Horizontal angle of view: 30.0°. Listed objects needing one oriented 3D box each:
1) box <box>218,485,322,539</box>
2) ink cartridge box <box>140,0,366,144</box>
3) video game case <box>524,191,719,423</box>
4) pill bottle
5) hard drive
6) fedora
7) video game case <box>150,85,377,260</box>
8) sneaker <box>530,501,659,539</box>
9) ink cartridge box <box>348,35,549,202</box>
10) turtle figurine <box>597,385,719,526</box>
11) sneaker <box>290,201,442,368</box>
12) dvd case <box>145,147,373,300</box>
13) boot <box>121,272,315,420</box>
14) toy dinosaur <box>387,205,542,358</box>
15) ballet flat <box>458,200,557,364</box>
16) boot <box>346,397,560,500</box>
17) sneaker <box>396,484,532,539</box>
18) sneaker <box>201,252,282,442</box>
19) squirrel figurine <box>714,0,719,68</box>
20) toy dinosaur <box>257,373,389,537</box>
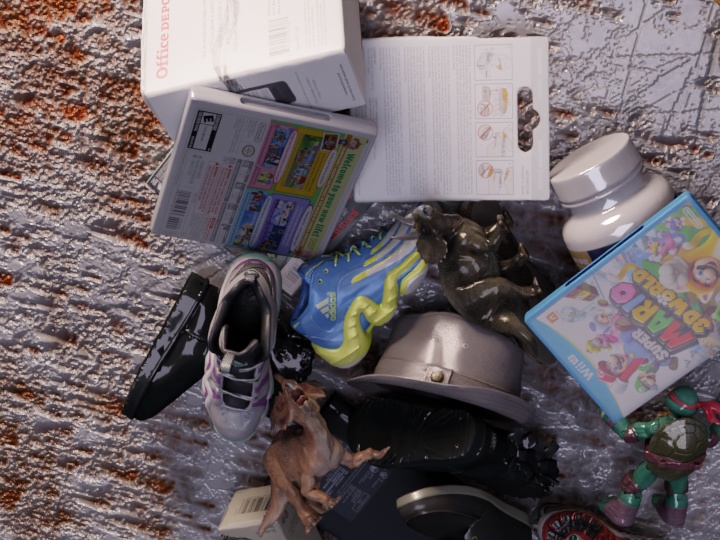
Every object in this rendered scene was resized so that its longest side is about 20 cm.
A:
[{"bbox_3d":[-0.080,0.340,1.516,0.081,0.069,0.201,-13,116,23],"label":"box"},{"bbox_3d":[-0.102,-0.217,1.287,0.198,0.147,0.084,-11,147,11],"label":"ink cartridge box"},{"bbox_3d":[0.277,0.039,1.284,0.200,0.018,0.143,-39,101,21],"label":"video game case"},{"bbox_3d":[0.270,-0.027,1.334,0.119,0.120,0.201,-27,105,15],"label":"pill bottle"},{"bbox_3d":[0.011,0.247,1.510,0.199,0.033,0.140,36,109,-7],"label":"hard drive"},{"bbox_3d":[0.091,0.096,1.398,0.198,0.177,0.091,9,78,28],"label":"fedora"},{"bbox_3d":[-0.098,-0.089,1.313,0.180,0.022,0.201,9,140,-15],"label":"video game case"},{"bbox_3d":[0.273,0.306,1.488,0.199,0.082,0.078,32,90,-21],"label":"sneaker"},{"bbox_3d":[0.087,-0.150,1.333,0.197,0.057,0.165,-1,102,7],"label":"ink cartridge box"},{"bbox_3d":[0.323,0.178,1.420,0.148,0.101,0.202,11,117,2],"label":"turtle figurine"},{"bbox_3d":[0.000,0.000,1.374,0.104,0.076,0.201,30,94,-23],"label":"sneaker"},{"bbox_3d":[-0.105,-0.083,1.408,0.199,0.022,0.146,38,110,-7],"label":"dvd case"},{"bbox_3d":[-0.150,0.111,1.454,0.161,0.073,0.199,29,109,-8],"label":"boot"},{"bbox_3d":[0.117,0.001,1.337,0.102,0.077,0.201,-25,110,15],"label":"toy dinosaur"},{"bbox_3d":[0.153,0.011,1.402,0.046,0.067,0.201,-8,119,53],"label":"ballet flat"},{"bbox_3d":[0.103,0.193,1.435,0.197,0.074,0.162,-4,157,43],"label":"boot"},{"bbox_3d":[0.120,0.297,1.429,0.199,0.107,0.074,24,141,-38],"label":"sneaker"},{"bbox_3d":[-0.124,0.091,1.330,0.077,0.140,0.202,5,103,0],"label":"sneaker"},{"bbox_3d":[0.422,-0.239,1.235,0.198,0.142,0.189,9,117,6],"label":"squirrel figurine"},{"bbox_3d":[-0.065,0.187,1.393,0.136,0.086,0.200,45,129,7],"label":"toy dinosaur"}]
